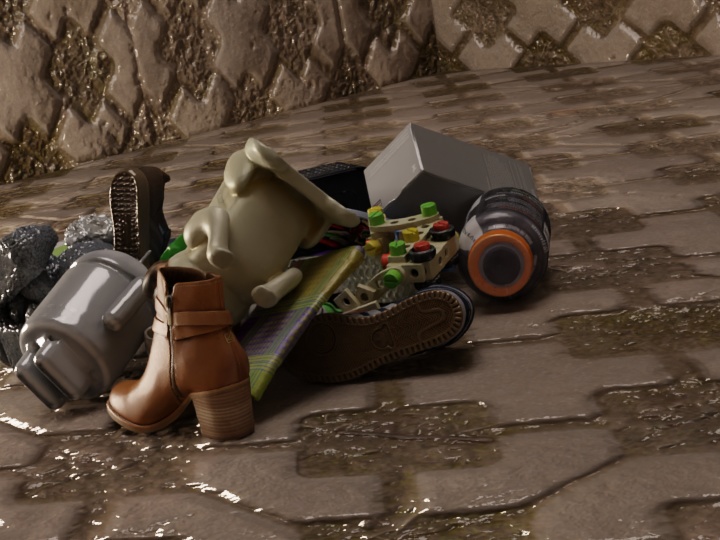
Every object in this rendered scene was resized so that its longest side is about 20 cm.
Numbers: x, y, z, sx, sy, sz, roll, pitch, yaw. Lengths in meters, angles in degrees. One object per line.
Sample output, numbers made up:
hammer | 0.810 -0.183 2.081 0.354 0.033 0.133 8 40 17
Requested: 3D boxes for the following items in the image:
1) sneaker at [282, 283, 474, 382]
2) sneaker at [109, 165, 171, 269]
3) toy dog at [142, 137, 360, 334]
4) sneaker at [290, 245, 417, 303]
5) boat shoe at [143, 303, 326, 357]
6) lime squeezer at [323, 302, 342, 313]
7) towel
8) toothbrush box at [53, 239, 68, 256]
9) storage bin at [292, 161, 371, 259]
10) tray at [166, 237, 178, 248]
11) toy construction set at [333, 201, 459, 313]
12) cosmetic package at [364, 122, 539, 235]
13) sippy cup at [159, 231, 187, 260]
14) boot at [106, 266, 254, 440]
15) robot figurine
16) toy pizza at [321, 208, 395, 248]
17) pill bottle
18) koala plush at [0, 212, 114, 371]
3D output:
sneaker | 0.022 0.063 1.540 0.199 0.071 0.108 -15 0 18
sneaker | -0.248 -0.021 1.752 0.070 0.201 0.075 15 16 34
toy dog | -0.133 -0.024 1.533 0.200 0.139 0.194 -54 32 -4
sneaker | 0.000 -0.001 1.843 0.199 0.070 0.099 -2 8 26
boat shoe | -0.135 0.060 1.611 0.199 0.070 0.071 -14 29 10
lime squeezer | -0.049 0.058 1.687 0.199 0.038 0.070 -18 15 -36
towel | -0.081 0.054 1.515 0.200 0.023 0.143 -53 21 -26
toothbrush box | -0.386 0.021 1.989 0.145 0.087 0.200 -24 18 -27
storage bin | -0.076 -0.058 2.000 0.199 0.136 0.094 -15 13 -20
tray | -0.195 0.006 1.867 0.107 0.022 0.200 -6 -23 35
toy construction set | 0.038 -0.009 1.671 0.130 0.092 0.200 -2 36 25
cosmetic package | 0.114 -0.097 1.877 0.199 0.091 0.107 20 -45 -33
sippy cup | -0.139 0.007 1.719 0.139 0.131 0.178 -25 -13 -49
boot | -0.183 0.075 1.440 0.076 0.156 0.199 -20 16 -38
robot figurine | -0.287 0.056 1.627 0.169 0.113 0.200 -21 27 41
toy pizza | -0.005 -0.044 1.872 0.199 0.032 0.200 12 -7 1
pill bottle | 0.165 -0.028 1.739 0.106 0.107 0.200 -8 12 10
koala plush | -0.354 0.020 1.819 0.183 0.178 0.200 -12 11 46
